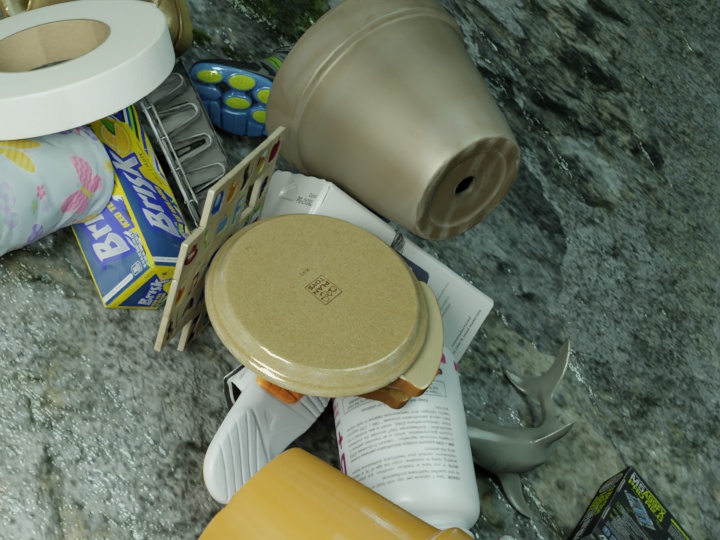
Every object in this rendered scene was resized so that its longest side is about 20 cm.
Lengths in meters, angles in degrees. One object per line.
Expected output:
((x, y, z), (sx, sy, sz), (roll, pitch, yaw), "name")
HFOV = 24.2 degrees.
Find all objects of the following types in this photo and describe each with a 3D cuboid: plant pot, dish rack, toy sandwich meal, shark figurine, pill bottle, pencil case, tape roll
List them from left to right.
((-0.273, -0.053, 1.293), (0.083, 0.091, 0.200), (20, 25, 19), "pencil case")
((-0.249, -0.166, 1.354), (0.203, 0.202, 0.037), (-67, 150, -56), "tape roll")
((-0.148, -0.105, 1.440), (0.154, 0.054, 0.200), (64, -1, -5), "dish rack")
((-0.032, 0.037, 1.374), (0.205, 0.070, 0.205), (8, 50, -10), "toy sandwich meal")
((-0.021, 0.236, 1.238), (0.183, 0.200, 0.200), (41, 29, 14), "plant pot")
((0.040, 0.170, 1.428), (0.113, 0.113, 0.200), (19, 53, -42), "pill bottle")
((0.043, -0.123, 1.485), (0.200, 0.200, 0.174), (6, 36, -50), "plant pot")
((0.181, 0.155, 1.669), (0.128, 0.089, 0.214), (55, 33, 3), "shark figurine")

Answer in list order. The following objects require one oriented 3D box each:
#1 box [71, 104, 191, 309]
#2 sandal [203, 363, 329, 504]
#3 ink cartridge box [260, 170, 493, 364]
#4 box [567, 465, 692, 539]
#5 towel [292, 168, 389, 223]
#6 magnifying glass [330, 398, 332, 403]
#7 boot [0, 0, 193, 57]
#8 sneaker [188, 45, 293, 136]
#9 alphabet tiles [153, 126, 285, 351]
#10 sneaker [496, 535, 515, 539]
((-0.208, -0.068, 1.411), (0.064, 0.070, 0.200), (3, 55, -53), "box")
((-0.091, 0.116, 1.374), (0.207, 0.059, 0.079), (-48, 124, -51), "sandal")
((0.000, 0.000, 1.533), (0.200, 0.084, 0.145), (35, -7, -23), "ink cartridge box")
((0.300, 0.316, 1.694), (0.200, 0.044, 0.160), (51, 30, -1), "box")
((0.004, -0.099, 1.687), (0.112, 0.049, 0.200), (31, 18, 5), "towel")
((-0.039, 0.084, 1.519), (0.200, 0.022, 0.080), (54, 31, 3), "magnifying glass")
((-0.258, -0.290, 1.586), (0.200, 0.066, 0.175), (8, 51, -47), "boot")
((-0.090, -0.182, 1.678), (0.199, 0.071, 0.083), (0, 41, -36), "sneaker")
((-0.118, -0.015, 1.388), (0.008, 0.167, 0.200), (23, 27, 9), "alphabet tiles")
((0.144, 0.286, 1.438), (0.087, 0.074, 0.200), (14, 12, 10), "sneaker")
